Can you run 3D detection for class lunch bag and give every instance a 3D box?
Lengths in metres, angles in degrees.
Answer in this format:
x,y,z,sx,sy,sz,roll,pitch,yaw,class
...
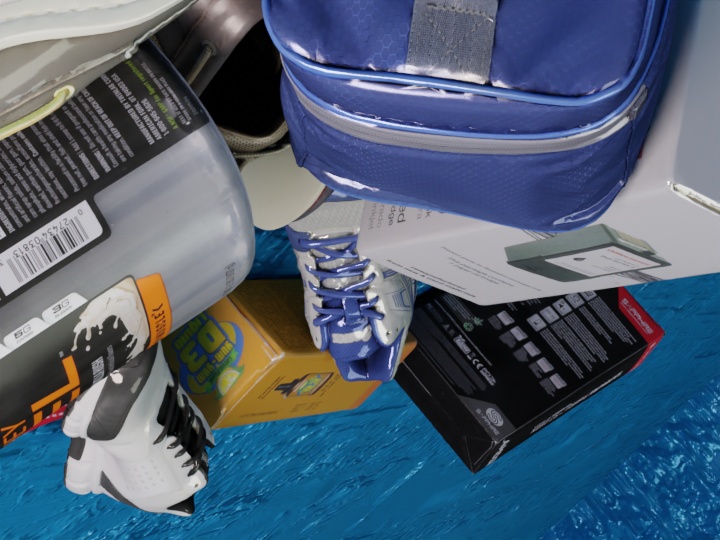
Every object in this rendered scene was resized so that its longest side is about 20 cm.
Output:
x,y,z,sx,sy,sz,roll,pitch,yaw,class
0.046,-0.128,0.642,0.132,0.135,0.202,84,14,-72,lunch bag

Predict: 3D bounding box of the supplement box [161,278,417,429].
x,y,z,sx,sy,sz,roll,pitch,yaw,class
-0.042,0.046,1.110,0.067,0.069,0.200,-46,165,17,supplement box

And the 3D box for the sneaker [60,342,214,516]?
x,y,z,sx,sy,sz,roll,pitch,yaw,class
-0.111,0.076,0.975,0.200,0.079,0.074,106,5,-68,sneaker

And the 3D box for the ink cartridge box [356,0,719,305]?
x,y,z,sx,sy,sz,roll,pitch,yaw,class
0.099,-0.074,0.777,0.084,0.147,0.199,22,161,-32,ink cartridge box

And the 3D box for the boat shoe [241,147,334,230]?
x,y,z,sx,sy,sz,roll,pitch,yaw,class
-0.010,-0.095,0.814,0.062,0.071,0.201,-30,157,-40,boat shoe

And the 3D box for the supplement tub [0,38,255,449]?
x,y,z,sx,sy,sz,roll,pitch,yaw,class
-0.146,0.003,0.657,0.199,0.123,0.123,-35,163,-18,supplement tub

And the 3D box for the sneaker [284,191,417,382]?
x,y,z,sx,sy,sz,roll,pitch,yaw,class
0.000,0.000,0.991,0.075,0.089,0.200,-4,159,10,sneaker

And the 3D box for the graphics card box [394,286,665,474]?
x,y,z,sx,sy,sz,roll,pitch,yaw,class
0.119,0.053,1.381,0.199,0.126,0.051,-28,161,-39,graphics card box

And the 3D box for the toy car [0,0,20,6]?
x,y,z,sx,sy,sz,roll,pitch,yaw,class
-0.136,-0.121,0.343,0.149,0.176,0.199,-6,-165,47,toy car

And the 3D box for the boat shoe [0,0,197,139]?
x,y,z,sx,sy,sz,roll,pitch,yaw,class
-0.118,-0.081,0.598,0.201,0.072,0.060,-30,163,-15,boat shoe

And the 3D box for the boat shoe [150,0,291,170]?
x,y,z,sx,sy,sz,roll,pitch,yaw,class
-0.063,-0.070,0.741,0.074,0.073,0.200,-36,163,-14,boat shoe

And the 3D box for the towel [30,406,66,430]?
x,y,z,sx,sy,sz,roll,pitch,yaw,class
-0.190,0.055,0.876,0.144,0.023,0.200,-32,162,-26,towel
